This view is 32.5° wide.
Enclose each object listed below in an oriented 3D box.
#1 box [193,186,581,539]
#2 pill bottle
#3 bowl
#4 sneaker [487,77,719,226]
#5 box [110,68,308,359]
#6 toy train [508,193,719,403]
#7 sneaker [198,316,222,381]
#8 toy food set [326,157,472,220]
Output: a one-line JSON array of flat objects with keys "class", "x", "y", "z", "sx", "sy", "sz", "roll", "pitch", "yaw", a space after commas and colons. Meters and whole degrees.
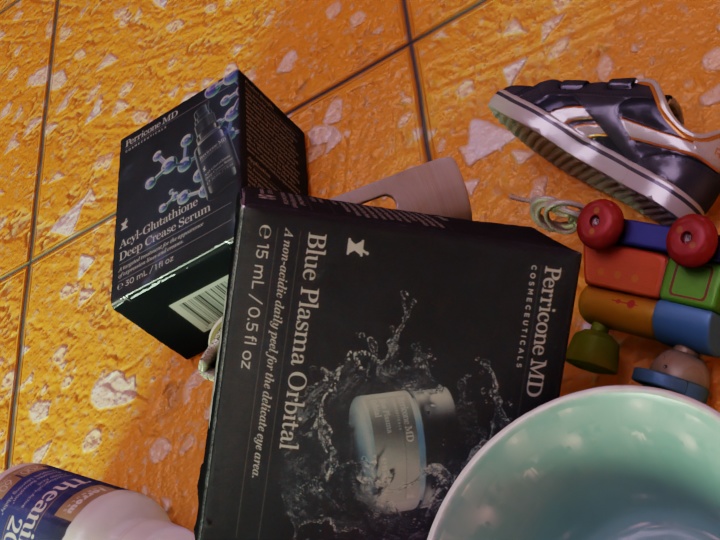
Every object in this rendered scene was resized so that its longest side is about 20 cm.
[{"class": "box", "x": 0.011, "y": 0.065, "z": 0.737, "sx": 0.117, "sy": 0.196, "sz": 0.200, "roll": -131, "pitch": 48, "yaw": -80}, {"class": "pill bottle", "x": -0.216, "y": 0.224, "z": 0.981, "sx": 0.198, "sy": 0.111, "sz": 0.112, "roll": 5, "pitch": 64, "yaw": 42}, {"class": "bowl", "x": 0.139, "y": 0.173, "z": 0.632, "sx": 0.198, "sy": 0.105, "sz": 0.203, "roll": -20, "pitch": 50, "yaw": 26}, {"class": "sneaker", "x": 0.185, "y": -0.102, "z": 0.907, "sx": 0.199, "sy": 0.078, "sz": 0.080, "roll": 35, "pitch": 90, "yaw": 36}, {"class": "box", "x": -0.132, "y": -0.051, "z": 1.110, "sx": 0.147, "sy": 0.107, "sz": 0.202, "roll": -27, "pitch": 46, "yaw": 23}, {"class": "toy train", "x": 0.166, "y": 0.017, "z": 0.843, "sx": 0.198, "sy": 0.084, "sz": 0.117, "roll": 14, "pitch": 83, "yaw": 44}, {"class": "sneaker", "x": -0.052, "y": 0.037, "z": 0.981, "sx": 0.199, "sy": 0.077, "sz": 0.089, "roll": -38, "pitch": 0, "yaw": 20}, {"class": "toy food set", "x": 0.000, "y": 0.000, "z": 0.877, "sx": 0.142, "sy": 0.201, "sz": 0.061, "roll": -20, "pitch": 64, "yaw": -8}]
